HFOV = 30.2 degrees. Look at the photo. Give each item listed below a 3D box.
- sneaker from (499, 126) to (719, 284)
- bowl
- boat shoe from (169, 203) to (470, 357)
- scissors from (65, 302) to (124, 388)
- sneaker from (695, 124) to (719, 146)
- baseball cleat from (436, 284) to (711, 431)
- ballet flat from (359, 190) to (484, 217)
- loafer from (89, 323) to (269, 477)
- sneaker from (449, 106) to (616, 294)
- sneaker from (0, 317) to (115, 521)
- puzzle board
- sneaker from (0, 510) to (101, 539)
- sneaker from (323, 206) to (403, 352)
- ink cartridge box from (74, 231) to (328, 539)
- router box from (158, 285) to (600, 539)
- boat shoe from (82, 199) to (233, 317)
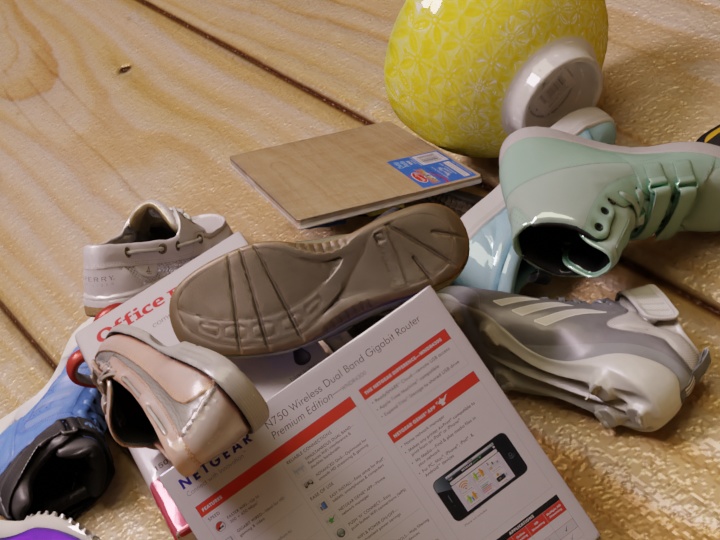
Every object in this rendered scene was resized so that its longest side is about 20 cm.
[{"bbox_3d":[0.192,-0.030,0.919,0.197,0.074,0.119,7,45,-1],"label":"sneaker"},{"bbox_3d":[0.129,-0.161,1.052,0.199,0.201,0.108,-34,52,-10],"label":"bowl"},{"bbox_3d":[-0.025,0.011,0.868,0.198,0.063,0.074,-20,77,2],"label":"boat shoe"},{"bbox_3d":[-0.132,0.056,1.020,0.014,0.198,0.074,43,118,38],"label":"scissors"},{"bbox_3d":[0.329,-0.128,0.965,0.197,0.091,0.070,-17,39,12],"label":"sneaker"},{"bbox_3d":[0.142,0.044,0.911,0.199,0.070,0.106,26,54,35],"label":"baseball cleat"},{"bbox_3d":[0.029,-0.050,1.092,0.198,0.067,0.047,10,90,36],"label":"ballet flat"},{"bbox_3d":[-0.125,0.077,0.785,0.063,0.072,0.199,-46,22,-22],"label":"loafer"},{"bbox_3d":[0.145,-0.040,1.005,0.082,0.074,0.200,35,67,25],"label":"sneaker"},{"bbox_3d":[-0.205,0.113,1.017,0.200,0.077,0.111,-43,40,-20],"label":"sneaker"},{"bbox_3d":[-0.009,-0.077,1.069,0.149,0.018,0.200,-14,23,-16],"label":"puzzle board"},{"bbox_3d":[-0.249,0.226,0.930,0.198,0.070,0.100,-4,50,33],"label":"sneaker"},{"bbox_3d":[0.000,0.000,0.992,0.112,0.073,0.200,-41,18,-3],"label":"sneaker"},{"bbox_3d":[-0.091,0.090,0.909,0.145,0.083,0.200,-32,49,-8],"label":"ink cartridge box"},{"bbox_3d":[0.011,0.140,0.791,0.199,0.181,0.049,-33,-7,-9],"label":"router box"},{"bbox_3d":[-0.159,-0.024,1.079,0.070,0.070,0.200,-2,16,20],"label":"boat shoe"}]
